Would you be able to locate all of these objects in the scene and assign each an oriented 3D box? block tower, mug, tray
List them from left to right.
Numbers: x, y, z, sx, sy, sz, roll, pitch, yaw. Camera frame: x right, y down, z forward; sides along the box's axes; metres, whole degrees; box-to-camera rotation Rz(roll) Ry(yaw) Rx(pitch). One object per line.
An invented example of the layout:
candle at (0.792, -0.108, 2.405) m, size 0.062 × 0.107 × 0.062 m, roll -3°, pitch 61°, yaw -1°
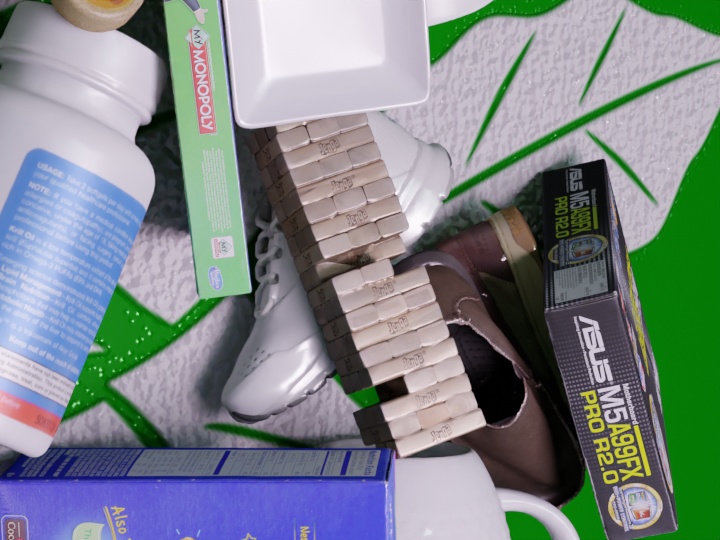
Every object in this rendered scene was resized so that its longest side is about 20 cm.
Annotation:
tray at (-0.023, -0.177, 1.013) m, size 0.107 × 0.022 × 0.201 m, roll -9°, pitch 110°, yaw -11°
block tower at (0.000, 0.000, 1.067) m, size 0.058 × 0.054 × 0.201 m, roll -19°, pitch 87°, yaw -19°
mug at (0.042, 0.188, 1.148) m, size 0.199 × 0.147 × 0.177 m, roll 0°, pitch 93°, yaw -25°

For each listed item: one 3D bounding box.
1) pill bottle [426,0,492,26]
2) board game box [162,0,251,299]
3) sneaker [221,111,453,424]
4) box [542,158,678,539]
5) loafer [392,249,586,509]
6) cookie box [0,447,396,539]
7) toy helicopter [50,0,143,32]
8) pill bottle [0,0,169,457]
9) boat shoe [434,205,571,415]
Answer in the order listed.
pill bottle at (0.011, -0.237, 1.073) m, size 0.116 × 0.116 × 0.201 m, roll -28°, pitch 115°, yaw -34°
board game box at (-0.081, -0.100, 1.011) m, size 0.029 × 0.135 × 0.201 m, roll -6°, pitch 105°, yaw -4°
sneaker at (-0.029, -0.006, 1.122) m, size 0.087 × 0.074 × 0.201 m, roll 37°, pitch 70°, yaw -21°
box at (0.150, 0.043, 1.212) m, size 0.200 × 0.044 × 0.161 m, roll -79°, pitch 154°, yaw -64°
loafer at (0.073, 0.081, 1.167) m, size 0.073 × 0.071 × 0.200 m, roll -33°, pitch 121°, yaw 9°
cookie box at (-0.079, 0.180, 1.021) m, size 0.199 × 0.075 × 0.172 m, roll 0°, pitch 101°, yaw 4°
toy helicopter at (-0.181, -0.183, 0.910) m, size 0.199 × 0.079 × 0.133 m, roll 32°, pitch 62°, yaw -17°
pill bottle at (-0.165, -0.022, 0.959) m, size 0.112 × 0.112 × 0.201 m, roll 29°, pitch 79°, yaw -40°
boat shoe at (0.090, 0.055, 1.238) m, size 0.072 × 0.072 × 0.201 m, roll -21°, pitch 126°, yaw -5°
